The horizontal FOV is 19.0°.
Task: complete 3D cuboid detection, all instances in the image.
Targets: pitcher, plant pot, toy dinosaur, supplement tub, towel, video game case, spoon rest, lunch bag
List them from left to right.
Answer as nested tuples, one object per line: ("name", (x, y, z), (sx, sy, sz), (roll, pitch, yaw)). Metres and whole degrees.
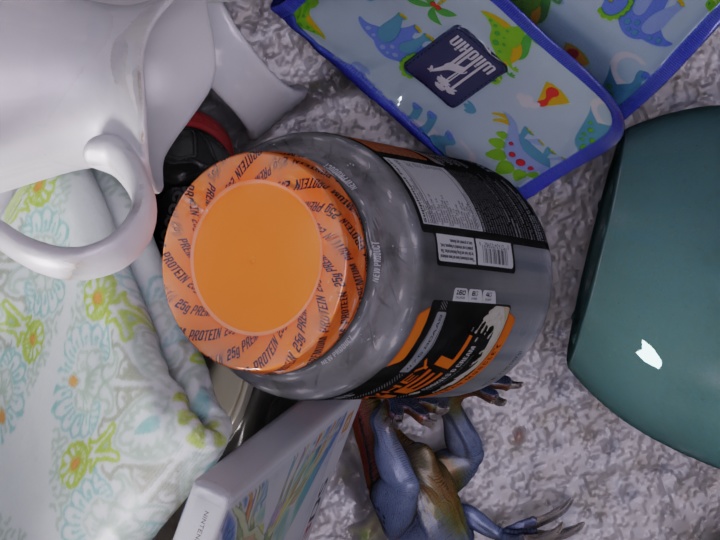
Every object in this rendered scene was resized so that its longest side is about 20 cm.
("pitcher", (-0.177, -0.070, 0.974), (0.199, 0.172, 0.122), (4, 137, 6))
("towel", (-0.144, 0.061, 1.026), (0.048, 0.200, 0.171), (9, 130, -38))
("spoon rest", (-0.102, -0.148, 1.078), (0.099, 0.061, 0.200), (-42, 103, 3))
("video game case", (-0.063, 0.155, 1.022), (0.022, 0.200, 0.183), (24, 107, 12))
("supplement tub", (0.000, 0.000, 1.018), (0.122, 0.200, 0.123), (-2, 87, 29))
("toy dinosaur", (0.046, 0.136, 1.160), (0.105, 0.200, 0.182), (-24, 132, -39))
("lunch bag", (0.079, -0.149, 1.077), (0.170, 0.128, 0.200), (40, 108, -15))
("plant pot", (0.193, 0.008, 1.083), (0.160, 0.201, 0.202), (13, 98, 3))

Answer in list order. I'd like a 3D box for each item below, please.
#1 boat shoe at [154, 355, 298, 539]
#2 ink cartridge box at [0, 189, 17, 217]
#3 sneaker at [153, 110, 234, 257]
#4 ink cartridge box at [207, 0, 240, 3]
("boat shoe", (-0.062, 0.097, 1.131), (0.057, 0.067, 0.201), (9, 105, -29))
("ink cartridge box", (-0.239, -0.116, 1.071), (0.172, 0.044, 0.201), (2, 103, -10))
("sneaker", (-0.104, 0.021, 1.087), (0.070, 0.098, 0.202), (12, 100, -19))
("ink cartridge box", (-0.027, -0.235, 1.001), (0.144, 0.084, 0.201), (1, 80, 32))
